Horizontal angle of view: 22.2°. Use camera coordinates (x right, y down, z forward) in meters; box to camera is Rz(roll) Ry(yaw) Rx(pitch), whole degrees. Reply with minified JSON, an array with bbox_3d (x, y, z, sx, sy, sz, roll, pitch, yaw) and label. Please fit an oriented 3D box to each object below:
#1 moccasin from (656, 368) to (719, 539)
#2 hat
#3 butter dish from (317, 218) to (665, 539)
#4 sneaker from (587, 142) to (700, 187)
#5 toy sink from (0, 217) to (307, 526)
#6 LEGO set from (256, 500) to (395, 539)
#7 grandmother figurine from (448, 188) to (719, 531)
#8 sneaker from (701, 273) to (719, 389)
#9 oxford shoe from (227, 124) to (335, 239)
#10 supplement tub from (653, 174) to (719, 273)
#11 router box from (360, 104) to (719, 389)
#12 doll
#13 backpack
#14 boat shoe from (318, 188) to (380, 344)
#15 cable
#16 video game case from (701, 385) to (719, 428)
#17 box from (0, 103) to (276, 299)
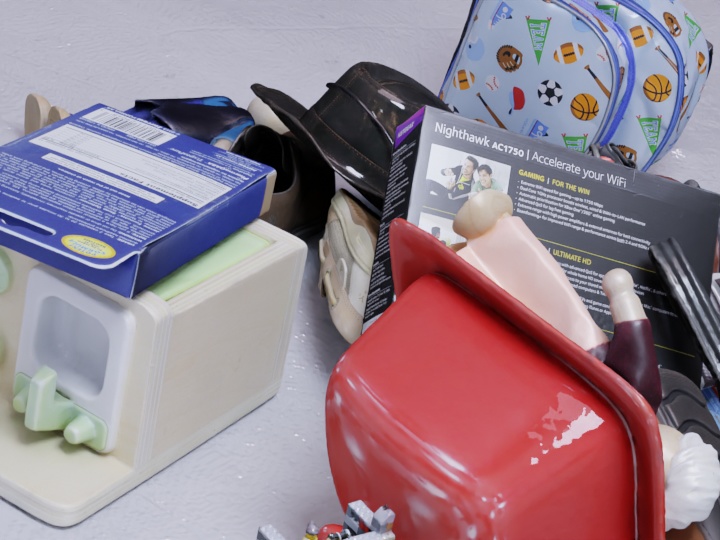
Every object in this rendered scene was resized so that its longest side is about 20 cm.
[{"bbox_3d":[0.175,0.149,0.971,0.073,0.078,0.202,7,45,-40],"label":"moccasin"},{"bbox_3d":[0.024,-0.089,1.247,0.200,0.081,0.201,39,6,-4],"label":"hat"},{"bbox_3d":[0.044,0.111,0.906,0.147,0.201,0.199,-32,47,-24],"label":"butter dish"},{"bbox_3d":[0.157,-0.065,1.344,0.199,0.082,0.077,15,28,2],"label":"sneaker"},{"bbox_3d":[-0.141,0.030,1.012,0.130,0.113,0.200,26,31,24],"label":"toy sink"},{"bbox_3d":[-0.031,0.178,0.780,0.199,0.116,0.154,-4,32,-29],"label":"LEGO set"},{"bbox_3d":[0.112,0.055,0.955,0.060,0.122,0.200,-21,58,-34],"label":"grandmother figurine"},{"bbox_3d":[0.226,0.042,1.179,0.199,0.116,0.076,-14,76,-7],"label":"sneaker"},{"bbox_3d":[-0.055,-0.064,1.252,0.072,0.085,0.200,12,25,7],"label":"oxford shoe"},{"bbox_3d":[0.164,-0.007,1.218,0.199,0.107,0.107,-9,35,-37],"label":"supplement tub"},{"bbox_3d":[0.108,0.004,1.070,0.199,0.150,0.051,16,-18,-16],"label":"router box"},{"bbox_3d":[-0.134,-0.101,1.320,0.199,0.049,0.136,-5,21,-32],"label":"doll"},{"bbox_3d":[0.166,-0.156,1.418,0.190,0.201,0.154,26,35,10],"label":"backpack"},{"bbox_3d":[0.000,0.000,1.168,0.072,0.065,0.200,36,7,-13],"label":"boat shoe"},{"bbox_3d":[0.203,0.077,1.017,0.201,0.050,0.097,60,9,6],"label":"cable"},{"bbox_3d":[0.157,0.105,1.102,0.199,0.018,0.143,4,29,-16],"label":"video game case"},{"bbox_3d":[-0.141,-0.037,0.981,0.121,0.033,0.200,21,23,15],"label":"box"}]
